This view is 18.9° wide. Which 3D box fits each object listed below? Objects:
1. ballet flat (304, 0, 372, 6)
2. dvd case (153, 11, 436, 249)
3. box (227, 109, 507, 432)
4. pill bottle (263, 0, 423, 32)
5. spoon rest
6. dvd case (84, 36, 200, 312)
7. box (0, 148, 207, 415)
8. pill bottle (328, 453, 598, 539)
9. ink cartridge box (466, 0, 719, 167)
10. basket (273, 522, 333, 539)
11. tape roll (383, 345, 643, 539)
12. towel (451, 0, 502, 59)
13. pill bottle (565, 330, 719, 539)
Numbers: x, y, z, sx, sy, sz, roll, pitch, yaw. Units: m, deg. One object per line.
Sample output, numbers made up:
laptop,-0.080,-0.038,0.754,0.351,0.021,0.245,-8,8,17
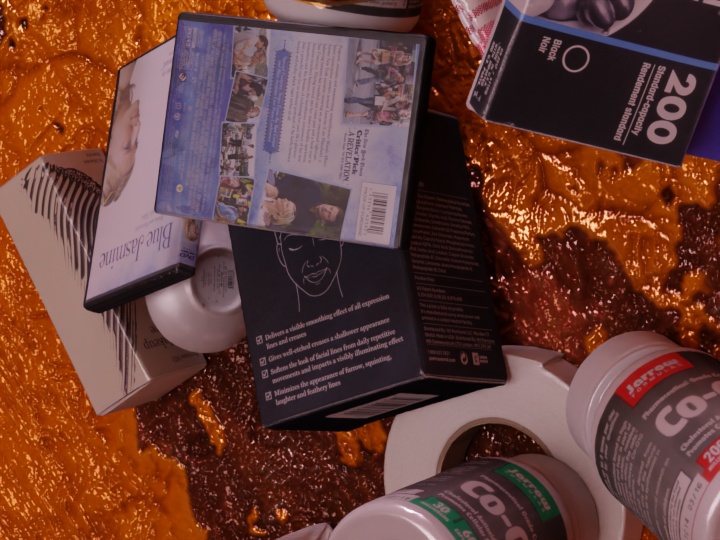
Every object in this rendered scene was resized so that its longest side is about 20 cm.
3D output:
ballet flat,0.044,-0.207,1.443,0.063,0.199,0.069,-138,38,-60
dvd case,-0.047,-0.097,1.475,0.199,0.018,0.144,9,93,28
box,0.000,0.000,1.529,0.148,0.107,0.201,-19,75,35
pill bottle,-0.007,-0.228,1.515,0.116,0.116,0.201,19,107,30
spoon rest,-0.115,-0.038,1.644,0.061,0.099,0.201,-2,83,61
dvd case,-0.154,-0.077,1.612,0.142,0.017,0.201,-20,59,52
box,-0.206,0.007,1.707,0.068,0.082,0.201,-33,80,32
pill bottle,0.071,0.187,1.433,0.113,0.200,0.114,6,101,32
ink cartridge box,0.189,-0.167,1.357,0.043,0.199,0.199,-122,47,-59
basket,-0.065,0.313,1.631,0.123,0.135,0.201,-27,83,38
tape roll,0.108,0.154,1.547,0.202,0.037,0.204,6,102,33
towel,0.084,-0.239,1.423,0.030,0.146,0.201,-34,84,50
pill bottle,0.216,0.118,1.376,0.200,0.113,0.115,-137,56,-59
